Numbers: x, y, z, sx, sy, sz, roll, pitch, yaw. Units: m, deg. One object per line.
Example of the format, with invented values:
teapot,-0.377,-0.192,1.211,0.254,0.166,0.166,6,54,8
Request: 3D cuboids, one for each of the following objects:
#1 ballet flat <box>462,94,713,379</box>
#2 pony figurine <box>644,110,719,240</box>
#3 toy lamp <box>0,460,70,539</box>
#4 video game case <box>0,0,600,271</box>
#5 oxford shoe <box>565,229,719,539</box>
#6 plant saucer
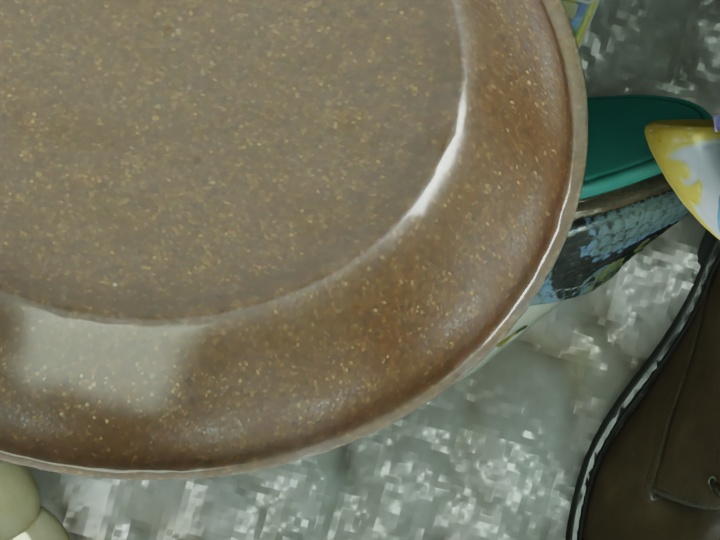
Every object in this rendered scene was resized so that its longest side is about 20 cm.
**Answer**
ballet flat,0.000,0.000,0.791,0.200,0.074,0.074,-7,93,-2
pony figurine,0.133,-0.067,0.655,0.166,0.200,0.193,-8,116,-25
toy lamp,-0.100,0.046,0.753,0.058,0.058,0.200,-28,113,-3
video game case,-0.041,-0.089,0.659,0.200,0.023,0.182,14,129,-10
oxford shoe,0.103,0.049,0.784,0.073,0.084,0.200,17,93,-6
plant saucer,-0.050,-0.038,0.663,0.200,0.037,0.201,1,129,1
